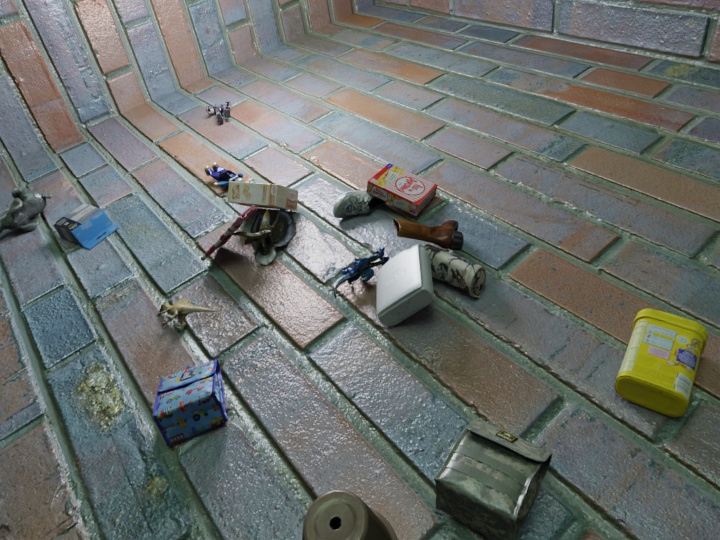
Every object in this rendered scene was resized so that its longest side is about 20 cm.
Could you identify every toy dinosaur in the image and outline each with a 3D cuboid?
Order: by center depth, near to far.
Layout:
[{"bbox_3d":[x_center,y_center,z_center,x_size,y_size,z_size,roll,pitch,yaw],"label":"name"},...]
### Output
[{"bbox_3d":[-0.513,0.117,1.549,0.192,0.060,0.103,2,40,16],"label":"toy dinosaur"}]

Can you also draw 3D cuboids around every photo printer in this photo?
[{"bbox_3d":[0.115,0.029,1.436,0.164,0.069,0.204,-34,32,27],"label":"photo printer"}]

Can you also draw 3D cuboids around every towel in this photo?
[{"bbox_3d":[-0.415,-0.119,1.714,0.199,0.023,0.145,-42,10,22],"label":"towel"}]

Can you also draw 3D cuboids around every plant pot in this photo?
[{"bbox_3d":[-0.030,0.474,0.922,0.192,0.179,0.204,-7,40,6],"label":"plant pot"}]

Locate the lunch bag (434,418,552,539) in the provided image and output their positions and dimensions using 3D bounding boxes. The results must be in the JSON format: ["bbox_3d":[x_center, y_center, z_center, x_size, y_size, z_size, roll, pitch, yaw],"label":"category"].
[{"bbox_3d":[0.253,0.376,1.013,0.160,0.121,0.200,17,42,31],"label":"lunch bag"}]

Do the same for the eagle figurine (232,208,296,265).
[{"bbox_3d":[-0.301,-0.125,1.748,0.150,0.152,0.200,38,13,-2],"label":"eagle figurine"}]

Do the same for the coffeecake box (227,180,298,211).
[{"bbox_3d":[-0.333,-0.255,1.862,0.193,0.076,0.153,7,2,21],"label":"coffeecake box"}]

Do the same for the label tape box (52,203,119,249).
[{"bbox_3d":[-1.013,-0.168,2.000,0.195,0.065,0.145,16,48,30],"label":"label tape box"}]

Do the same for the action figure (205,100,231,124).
[{"bbox_3d":[-0.679,-0.780,2.624,0.127,0.071,0.201,-27,39,-10],"label":"action figure"}]

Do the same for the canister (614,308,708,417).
[{"bbox_3d":[0.637,0.193,1.150,0.145,0.089,0.201,18,49,31],"label":"canister"}]

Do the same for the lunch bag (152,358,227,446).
[{"bbox_3d":[-0.409,0.297,1.309,0.146,0.097,0.201,-20,28,-8],"label":"lunch bag"}]

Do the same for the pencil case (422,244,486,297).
[{"bbox_3d":[0.247,0.002,1.476,0.196,0.093,0.076,25,23,35],"label":"pencil case"}]

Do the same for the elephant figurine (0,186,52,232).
[{"bbox_3d":[-1.317,-0.212,2.100,0.138,0.155,0.205,26,48,-22],"label":"elephant figurine"}]

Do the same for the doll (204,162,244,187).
[{"bbox_3d":[-0.523,-0.362,2.112,0.196,0.050,0.136,26,43,28],"label":"doll"}]

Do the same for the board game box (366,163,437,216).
[{"bbox_3d":[0.139,-0.272,1.799,0.195,0.047,0.152,27,45,19],"label":"board game box"}]

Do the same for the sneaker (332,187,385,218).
[{"bbox_3d":[-0.002,-0.225,1.800,0.195,0.077,0.082,-26,40,-17],"label":"sneaker"}]

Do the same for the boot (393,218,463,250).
[{"bbox_3d":[0.187,-0.114,1.568,0.192,0.071,0.190,10,27,-4],"label":"boot"}]

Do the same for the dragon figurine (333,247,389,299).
[{"bbox_3d":[0.000,0.000,1.524,0.098,0.060,0.199,-13,20,49],"label":"dragon figurine"}]
